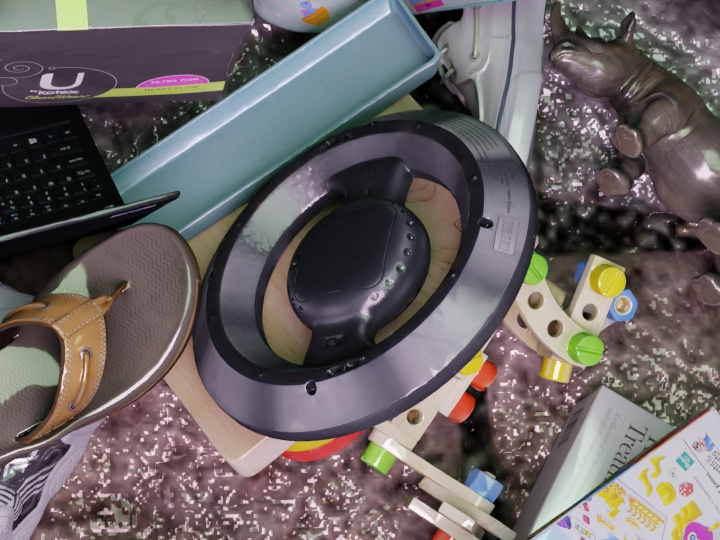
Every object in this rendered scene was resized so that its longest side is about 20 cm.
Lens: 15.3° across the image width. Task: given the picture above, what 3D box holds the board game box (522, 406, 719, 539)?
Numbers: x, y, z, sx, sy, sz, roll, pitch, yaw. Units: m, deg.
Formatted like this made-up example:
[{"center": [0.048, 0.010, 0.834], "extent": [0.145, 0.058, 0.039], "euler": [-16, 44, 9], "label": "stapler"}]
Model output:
[{"center": [0.125, 0.177, 1.412], "extent": [0.200, 0.103, 0.105], "euler": [-33, 84, -21], "label": "board game box"}]

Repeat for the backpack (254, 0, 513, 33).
[{"center": [0.009, -0.233, 1.530], "extent": [0.200, 0.153, 0.176], "euler": [-16, 59, 8], "label": "backpack"}]

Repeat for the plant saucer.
[{"center": [-0.049, -0.077, 1.468], "extent": [0.200, 0.019, 0.070], "euler": [-33, 47, 2], "label": "plant saucer"}]

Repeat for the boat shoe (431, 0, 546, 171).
[{"center": [0.074, -0.125, 1.576], "extent": [0.067, 0.074, 0.200], "euler": [6, 60, 3], "label": "boat shoe"}]

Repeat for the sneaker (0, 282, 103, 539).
[{"center": [-0.216, 0.091, 1.424], "extent": [0.115, 0.075, 0.200], "euler": [31, 80, 12], "label": "sneaker"}]

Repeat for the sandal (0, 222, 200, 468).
[{"center": [-0.167, 0.046, 1.368], "extent": [0.200, 0.055, 0.082], "euler": [-30, 76, -8], "label": "sandal"}]

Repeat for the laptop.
[{"center": [-0.212, -0.055, 1.415], "extent": [0.177, 0.103, 0.200], "euler": [-15, 52, -18], "label": "laptop"}]

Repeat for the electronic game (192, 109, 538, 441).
[{"center": [0.000, 0.000, 1.368], "extent": [0.042, 0.200, 0.200], "euler": [48, 61, -40], "label": "electronic game"}]

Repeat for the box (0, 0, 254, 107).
[{"center": [-0.144, -0.200, 1.432], "extent": [0.148, 0.124, 0.200], "euler": [-4, 75, -12], "label": "box"}]

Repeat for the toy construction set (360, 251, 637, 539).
[{"center": [0.067, 0.063, 1.501], "extent": [0.131, 0.092, 0.200], "euler": [35, 70, -23], "label": "toy construction set"}]

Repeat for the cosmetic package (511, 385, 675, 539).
[{"center": [0.150, 0.188, 1.498], "extent": [0.151, 0.052, 0.200], "euler": [31, 68, -6], "label": "cosmetic package"}]

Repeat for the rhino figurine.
[{"center": [0.176, -0.079, 1.583], "extent": [0.200, 0.060, 0.087], "euler": [51, 49, 5], "label": "rhino figurine"}]

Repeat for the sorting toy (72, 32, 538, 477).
[{"center": [-0.024, 0.000, 1.457], "extent": [0.199, 0.070, 0.200], "euler": [-39, 48, -3], "label": "sorting toy"}]
